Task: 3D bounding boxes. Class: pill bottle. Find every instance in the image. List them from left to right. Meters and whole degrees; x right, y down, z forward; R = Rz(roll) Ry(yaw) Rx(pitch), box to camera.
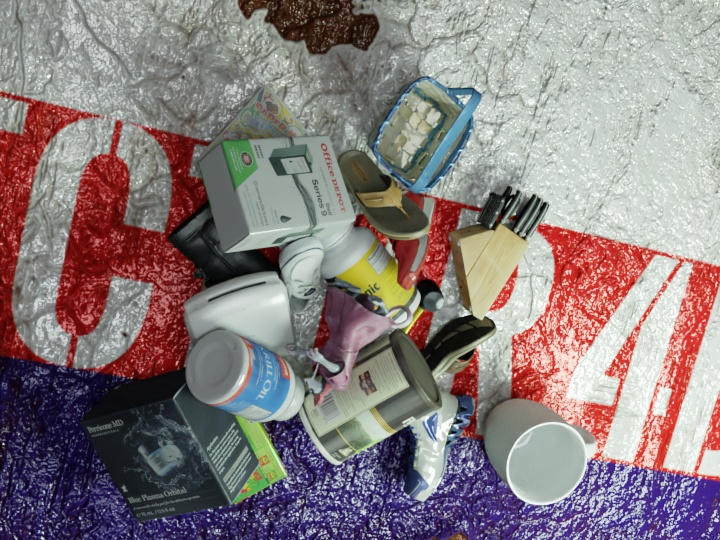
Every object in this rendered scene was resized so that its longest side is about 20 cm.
[{"bbox_3d":[-0.169,0.170,1.547,0.113,0.112,0.200,-52,147,2],"label":"pill bottle"},{"bbox_3d":[0.000,0.000,1.638,0.111,0.111,0.201,-39,107,-2],"label":"pill bottle"}]

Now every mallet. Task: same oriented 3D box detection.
[{"bbox_3d":[0.076,0.108,1.704,0.041,0.066,0.201,32,94,-17],"label":"mallet"}]

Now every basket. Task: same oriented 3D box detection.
[{"bbox_3d":[0.103,-0.214,1.565,0.139,0.200,0.177,35,94,-18],"label":"basket"}]

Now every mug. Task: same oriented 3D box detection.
[{"bbox_3d":[0.313,0.299,1.746,0.198,0.175,0.149,-1,103,-13],"label":"mug"}]

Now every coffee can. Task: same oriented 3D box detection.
[{"bbox_3d":[0.014,0.206,1.646,0.199,0.147,0.147,-30,108,12],"label":"coffee can"}]

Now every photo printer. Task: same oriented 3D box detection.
[{"bbox_3d":[-0.188,0.082,1.578,0.165,0.070,0.201,-19,149,-10],"label":"photo printer"}]

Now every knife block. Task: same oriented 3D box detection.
[{"bbox_3d":[0.245,-0.036,1.712,0.174,0.064,0.202,-14,105,-9],"label":"knife block"}]

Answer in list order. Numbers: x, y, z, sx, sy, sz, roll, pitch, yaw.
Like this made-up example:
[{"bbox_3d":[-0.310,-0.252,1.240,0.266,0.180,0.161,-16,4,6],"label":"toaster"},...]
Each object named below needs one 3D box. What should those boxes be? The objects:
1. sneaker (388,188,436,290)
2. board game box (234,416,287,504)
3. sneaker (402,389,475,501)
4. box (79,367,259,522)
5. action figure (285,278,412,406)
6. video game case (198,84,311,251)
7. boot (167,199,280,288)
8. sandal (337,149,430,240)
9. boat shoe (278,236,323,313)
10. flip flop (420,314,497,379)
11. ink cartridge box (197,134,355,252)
[{"bbox_3d":[0.051,-0.058,1.616,0.114,0.201,0.079,20,131,-6],"label":"sneaker"},{"bbox_3d":[-0.213,0.278,1.685,0.101,0.048,0.202,-27,107,-5],"label":"board game box"},{"bbox_3d":[0.106,0.287,1.752,0.114,0.081,0.201,27,88,-14],"label":"sneaker"},{"bbox_3d":[-0.299,0.272,1.583,0.195,0.118,0.202,-17,108,27],"label":"box"},{"bbox_3d":[-0.028,0.122,1.577,0.147,0.134,0.202,15,100,-20],"label":"action figure"},{"bbox_3d":[-0.132,-0.161,1.566,0.200,0.023,0.183,48,54,-18],"label":"video game case"},{"bbox_3d":[-0.192,-0.047,1.603,0.198,0.073,0.163,-40,107,4],"label":"boot"},{"bbox_3d":[0.031,-0.125,1.581,0.080,0.054,0.200,-31,66,-19],"label":"sandal"},{"bbox_3d":[-0.087,0.010,1.575,0.073,0.200,0.067,-20,74,-13],"label":"boat shoe"},{"bbox_3d":[0.153,0.151,1.731,0.200,0.081,0.058,-43,125,3],"label":"flip flop"},{"bbox_3d":[-0.122,-0.117,1.487,0.199,0.084,0.147,-10,78,-40],"label":"ink cartridge box"}]
